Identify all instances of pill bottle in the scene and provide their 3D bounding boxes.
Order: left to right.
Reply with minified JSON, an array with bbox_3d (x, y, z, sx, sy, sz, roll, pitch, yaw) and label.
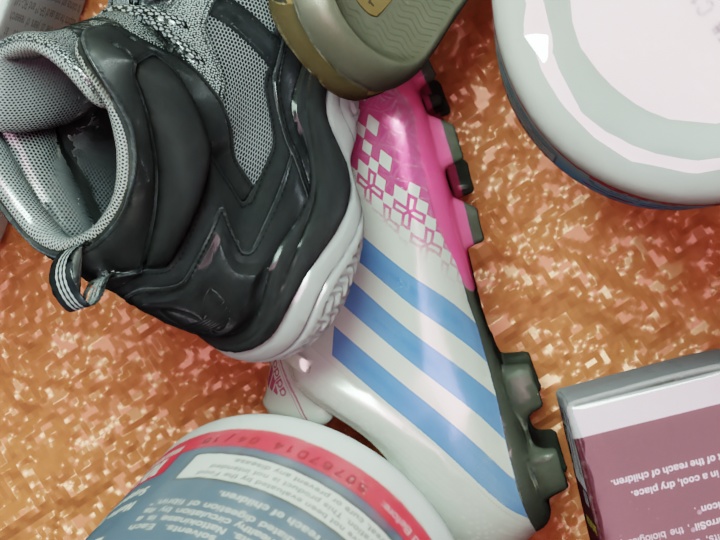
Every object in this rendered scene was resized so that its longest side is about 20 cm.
[{"bbox_3d":[-0.058,0.140,0.774,0.119,0.200,0.120,14,124,22],"label":"pill bottle"},{"bbox_3d":[0.092,-0.072,0.776,0.108,0.200,0.109,0,91,4],"label":"pill bottle"}]

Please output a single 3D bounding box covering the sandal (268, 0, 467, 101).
[{"bbox_3d":[0.031,-0.139,0.812,0.082,0.054,0.200,43,53,-23],"label":"sandal"}]

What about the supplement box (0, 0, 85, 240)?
[{"bbox_3d":[-0.137,-0.116,0.841,0.101,0.103,0.201,19,93,5],"label":"supplement box"}]

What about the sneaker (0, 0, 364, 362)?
[{"bbox_3d":[-0.060,-0.076,0.792,0.075,0.114,0.201,-17,72,39],"label":"sneaker"}]

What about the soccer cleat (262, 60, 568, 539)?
[{"bbox_3d":[0.000,0.000,0.848,0.086,0.070,0.201,-18,90,3],"label":"soccer cleat"}]

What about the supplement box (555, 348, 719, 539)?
[{"bbox_3d":[0.112,0.128,0.824,0.061,0.109,0.201,-14,89,2],"label":"supplement box"}]
